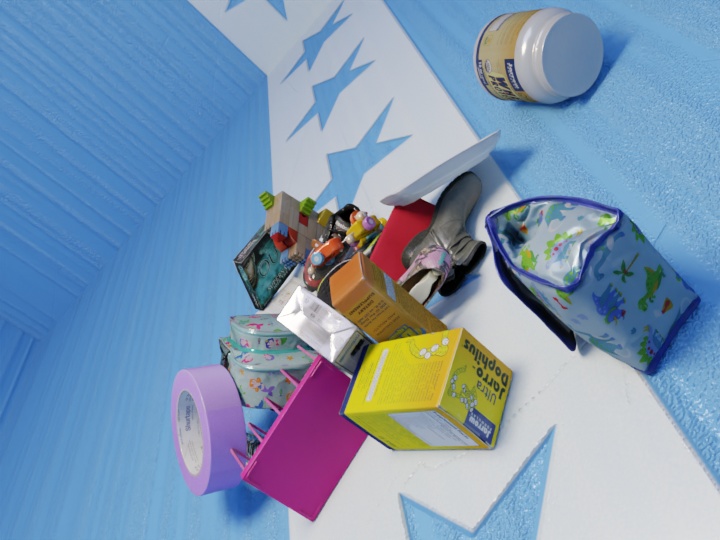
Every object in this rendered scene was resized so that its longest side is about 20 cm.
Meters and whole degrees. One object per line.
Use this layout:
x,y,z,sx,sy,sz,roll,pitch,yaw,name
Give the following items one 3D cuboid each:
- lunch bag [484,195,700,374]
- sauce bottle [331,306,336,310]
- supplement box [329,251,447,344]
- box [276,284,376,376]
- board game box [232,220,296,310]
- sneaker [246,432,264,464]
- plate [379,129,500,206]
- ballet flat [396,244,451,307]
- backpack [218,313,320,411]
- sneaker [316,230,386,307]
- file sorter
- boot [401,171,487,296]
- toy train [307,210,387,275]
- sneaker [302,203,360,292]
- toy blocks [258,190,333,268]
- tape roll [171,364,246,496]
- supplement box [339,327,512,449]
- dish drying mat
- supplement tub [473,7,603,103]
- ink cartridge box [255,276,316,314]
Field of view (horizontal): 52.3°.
0.241,0.005,0.825,0.128,0.169,0.200,-51,27,-2,lunch bag
-0.041,0.076,1.323,0.064,0.064,0.202,-40,27,21,sauce bottle
0.046,0.066,1.037,0.066,0.199,0.070,-40,32,19,supplement box
-0.034,0.103,1.099,0.115,0.200,0.061,34,85,23,box
-0.188,-0.035,1.575,0.028,0.137,0.202,9,48,31,board game box
-0.194,0.314,1.250,0.198,0.089,0.080,-17,42,49,sneaker
0.133,-0.161,1.232,0.197,0.033,0.199,-32,4,-6,plate
0.072,0.048,1.113,0.202,0.068,0.072,-56,1,34,ballet flat
-0.149,0.157,1.253,0.200,0.173,0.155,-142,55,-64,backpack
0.000,0.000,1.318,0.198,0.075,0.081,-35,6,-21,sneaker
-0.088,0.238,1.116,0.202,0.138,0.125,-56,25,-8,file sorter
0.162,-0.056,1.173,0.202,0.067,0.130,-54,38,-4,boot
-0.025,-0.059,1.348,0.149,0.056,0.199,-38,-10,18,toy train
-0.053,-0.052,1.442,0.203,0.070,0.098,-59,-6,-27,sneaker
-0.126,-0.064,1.508,0.099,0.198,0.140,-27,47,37,toy blocks
-0.255,0.262,1.216,0.198,0.064,0.207,13,106,58,tape roll
0.083,0.161,0.963,0.198,0.108,0.112,-17,43,49,supplement box
0.068,-0.043,1.287,0.018,0.075,0.204,114,-179,-67,dish drying mat
0.290,-0.354,1.212,0.146,0.144,0.199,-53,26,-2,supplement tub
-0.153,0.099,1.502,0.173,0.044,0.199,-44,23,-15,ink cartridge box
